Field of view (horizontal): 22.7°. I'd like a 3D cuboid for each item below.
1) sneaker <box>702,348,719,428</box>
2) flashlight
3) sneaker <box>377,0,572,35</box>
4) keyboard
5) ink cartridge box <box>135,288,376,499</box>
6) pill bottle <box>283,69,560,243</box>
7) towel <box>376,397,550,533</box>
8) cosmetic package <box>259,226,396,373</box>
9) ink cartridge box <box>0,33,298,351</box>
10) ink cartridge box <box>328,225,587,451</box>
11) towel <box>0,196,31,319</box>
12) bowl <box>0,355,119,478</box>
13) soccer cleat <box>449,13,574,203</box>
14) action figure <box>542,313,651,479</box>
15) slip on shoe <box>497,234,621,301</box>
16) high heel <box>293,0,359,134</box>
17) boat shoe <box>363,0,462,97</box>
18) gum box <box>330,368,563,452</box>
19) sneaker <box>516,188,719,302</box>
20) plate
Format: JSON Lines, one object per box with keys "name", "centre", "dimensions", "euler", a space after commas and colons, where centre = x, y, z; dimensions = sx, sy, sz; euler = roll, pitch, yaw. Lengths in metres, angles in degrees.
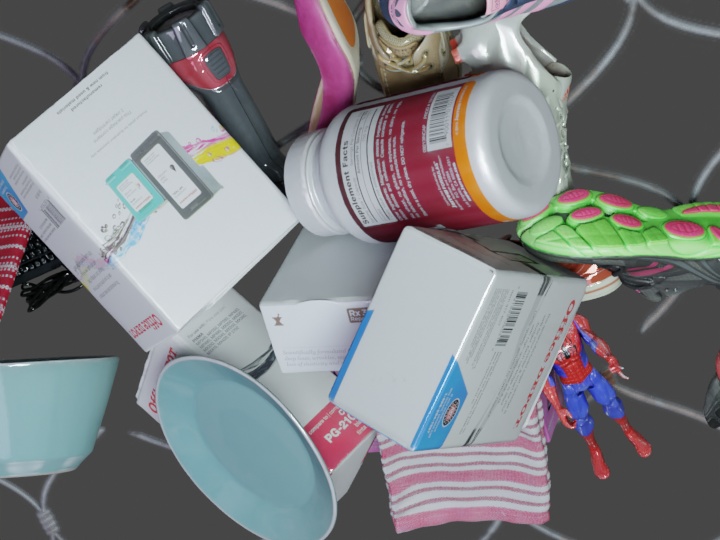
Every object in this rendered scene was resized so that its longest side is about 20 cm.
{"name": "sneaker", "centre": [0.374, 0.135, 1.494], "dimensions": [0.200, 0.071, 0.098], "euler": [28, 127, 3]}
{"name": "flashlight", "centre": [-0.112, -0.131, 1.500], "dimensions": [0.068, 0.068, 0.200], "euler": [-18, 119, 18]}
{"name": "sneaker", "centre": [0.113, -0.212, 1.319], "dimensions": [0.200, 0.082, 0.070], "euler": [-16, 114, 1]}
{"name": "keyboard", "centre": [-0.293, -0.017, 1.652], "dimensions": [0.200, 0.040, 0.104], "euler": [-22, 112, 31]}
{"name": "ink cartridge box", "centre": [-0.093, 0.125, 1.595], "dimensions": [0.200, 0.084, 0.145], "euler": [40, 144, 11]}
{"name": "pill bottle", "centre": [0.043, -0.082, 1.372], "dimensions": [0.200, 0.113, 0.113], "euler": [-9, 119, 39]}
{"name": "towel", "centre": [0.088, 0.161, 1.539], "dimensions": [0.146, 0.030, 0.200], "euler": [-4, 139, 6]}
{"name": "cosmetic package", "centre": [0.000, 0.000, 1.457], "dimensions": [0.101, 0.200, 0.074], "euler": [-3, 122, 22]}
{"name": "ink cartridge box", "centre": [-0.179, -0.058, 1.470], "dimensions": [0.200, 0.146, 0.147], "euler": [48, 161, -5]}
{"name": "ink cartridge box", "centre": [0.079, 0.052, 1.355], "dimensions": [0.084, 0.200, 0.146], "euler": [27, 99, 24]}
{"name": "towel", "centre": [-0.364, 0.014, 1.601], "dimensions": [0.144, 0.200, 0.022], "euler": [-7, 143, 27]}
{"name": "bowl", "centre": [-0.319, 0.134, 1.646], "dimensions": [0.200, 0.201, 0.105], "euler": [-4, 88, 22]}
{"name": "soccer cleat", "centre": [0.140, -0.120, 1.413], "dimensions": [0.077, 0.069, 0.200], "euler": [-23, 116, 10]}
{"name": "action figure", "centre": [0.195, 0.111, 1.495], "dimensions": [0.065, 0.099, 0.200], "euler": [-30, 125, 3]}
{"name": "slip on shoe", "centre": [0.118, 0.000, 1.498], "dimensions": [0.200, 0.074, 0.061], "euler": [-11, 113, 19]}
{"name": "high heel", "centre": [-0.039, -0.156, 1.454], "dimensions": [0.096, 0.067, 0.200], "euler": [-15, 129, 17]}
{"name": "boat shoe", "centre": [0.033, -0.185, 1.407], "dimensions": [0.071, 0.065, 0.200], "euler": [-1, 121, 20]}
{"name": "gum box", "centre": [0.076, 0.092, 1.574], "dimensions": [0.200, 0.066, 0.114], "euler": [-6, 121, 23]}
{"name": "sneaker", "centre": [0.219, -0.012, 1.416], "dimensions": [0.200, 0.077, 0.084], "euler": [6, 129, -12]}
{"name": "plate", "centre": [-0.093, 0.150, 1.524], "dimensions": [0.200, 0.026, 0.200], "euler": [27, 137, 27]}
